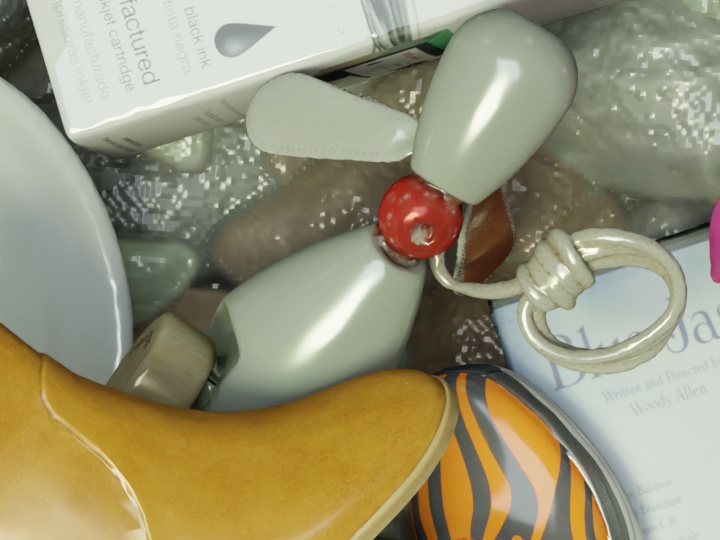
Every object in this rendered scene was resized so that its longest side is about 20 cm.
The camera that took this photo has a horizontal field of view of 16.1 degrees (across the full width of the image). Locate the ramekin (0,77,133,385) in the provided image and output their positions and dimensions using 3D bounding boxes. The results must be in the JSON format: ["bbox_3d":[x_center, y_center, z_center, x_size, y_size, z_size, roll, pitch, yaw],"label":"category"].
[{"bbox_3d":[-0.181,0.026,0.833,0.098,0.200,0.201,0,88,48],"label":"ramekin"}]

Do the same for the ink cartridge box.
[{"bbox_3d":[-0.019,-0.138,0.880,0.200,0.084,0.146,-18,87,6],"label":"ink cartridge box"}]

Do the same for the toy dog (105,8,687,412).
[{"bbox_3d":[0.000,0.000,0.845,0.200,0.096,0.132,-33,109,10],"label":"toy dog"}]

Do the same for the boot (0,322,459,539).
[{"bbox_3d":[-0.085,0.049,0.759,0.201,0.071,0.144,-34,112,1],"label":"boot"}]

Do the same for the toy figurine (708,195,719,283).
[{"bbox_3d":[0.204,0.012,0.836,0.184,0.150,0.200,13,109,11],"label":"toy figurine"}]

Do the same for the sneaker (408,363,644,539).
[{"bbox_3d":[0.047,0.131,0.844,0.078,0.112,0.200,-22,85,32],"label":"sneaker"}]

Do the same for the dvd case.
[{"bbox_3d":[0.142,0.081,0.891,0.143,0.018,0.200,-19,86,6],"label":"dvd case"}]
